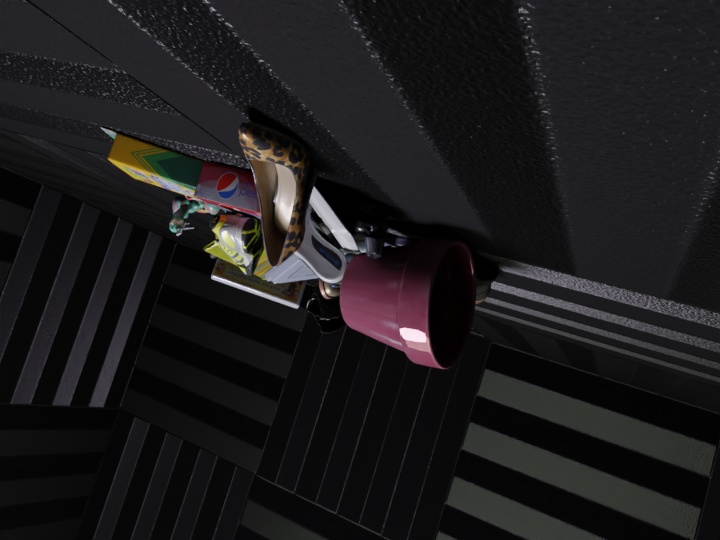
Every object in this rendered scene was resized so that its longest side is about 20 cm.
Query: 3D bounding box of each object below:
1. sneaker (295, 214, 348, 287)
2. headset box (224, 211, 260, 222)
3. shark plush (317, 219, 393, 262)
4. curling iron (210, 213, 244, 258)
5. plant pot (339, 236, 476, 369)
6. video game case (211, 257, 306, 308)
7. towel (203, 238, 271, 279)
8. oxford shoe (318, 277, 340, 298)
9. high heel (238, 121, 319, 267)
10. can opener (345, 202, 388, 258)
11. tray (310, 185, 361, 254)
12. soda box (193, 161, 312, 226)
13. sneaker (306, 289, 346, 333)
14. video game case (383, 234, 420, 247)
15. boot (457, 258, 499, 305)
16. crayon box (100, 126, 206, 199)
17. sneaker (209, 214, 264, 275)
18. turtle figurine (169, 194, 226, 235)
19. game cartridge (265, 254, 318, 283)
[{"bbox_3d":[-0.090,-0.045,1.108,0.201,0.073,0.112,50,178,17],"label":"sneaker"},{"bbox_3d":[-0.169,-0.087,1.296,0.146,0.077,0.200,18,173,14],"label":"headset box"},{"bbox_3d":[-0.011,-0.038,1.170,0.196,0.085,0.091,22,174,-4],"label":"shark plush"},{"bbox_3d":[-0.242,-0.092,1.185,0.049,0.026,0.201,16,135,-22],"label":"curling iron"},{"bbox_3d":[0.072,0.043,1.030,0.176,0.205,0.199,6,169,31],"label":"plant pot"},{"bbox_3d":[-0.202,-0.033,1.394,0.196,0.185,0.023,20,154,-9],"label":"video game case"},{"bbox_3d":[-0.214,-0.028,1.264,0.085,0.018,0.199,-30,152,16],"label":"towel"},{"bbox_3d":[0.000,0.000,1.204,0.073,0.072,0.199,-6,-165,40],"label":"oxford shoe"},{"bbox_3d":[-0.112,-0.088,0.785,0.070,0.146,0.200,16,173,21],"label":"high heel"},{"bbox_3d":[0.002,-0.068,1.023,0.062,0.080,0.200,12,-175,-9],"label":"can opener"},{"bbox_3d":[-0.045,-0.077,1.006,0.108,0.022,0.200,54,179,10],"label":"tray"},{"bbox_3d":[-0.175,-0.124,1.051,0.197,0.065,0.070,15,174,27],"label":"soda box"},{"bbox_3d":[-0.060,0.054,1.242,0.102,0.061,0.200,-4,-151,-22],"label":"sneaker"},{"bbox_3d":[0.086,-0.038,1.226,0.198,0.019,0.142,15,172,43],"label":"video game case"},{"bbox_3d":[0.142,0.011,1.135,0.195,0.079,0.139,-3,162,-2],"label":"boot"},{"bbox_3d":[-0.359,-0.184,1.144,0.196,0.053,0.126,19,174,3],"label":"crayon box"},{"bbox_3d":[-0.215,-0.053,1.141,0.075,0.077,0.201,19,159,4],"label":"sneaker"},{"bbox_3d":[-0.312,-0.124,1.287,0.147,0.103,0.199,3,-169,-28],"label":"turtle figurine"},{"bbox_3d":[-0.081,-0.022,1.290,0.198,0.041,0.132,-8,164,-47],"label":"game cartridge"}]
